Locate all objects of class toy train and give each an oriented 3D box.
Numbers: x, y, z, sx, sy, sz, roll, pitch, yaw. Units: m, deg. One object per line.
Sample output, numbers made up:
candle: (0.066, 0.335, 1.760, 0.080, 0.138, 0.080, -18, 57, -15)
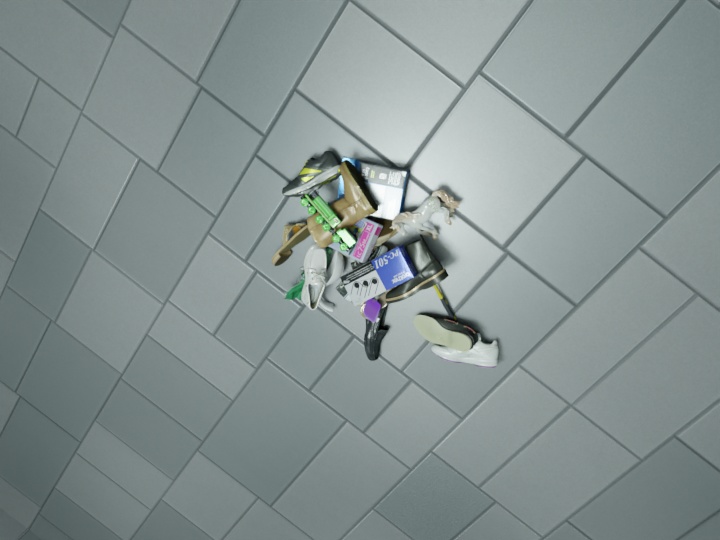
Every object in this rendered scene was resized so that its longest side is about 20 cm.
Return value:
toy train: (-0.085, -0.136, 1.446, 0.056, 0.042, 0.200, -40, 93, 14)

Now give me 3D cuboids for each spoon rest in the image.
spoon rest: (-0.092, 0.031, 1.613, 0.060, 0.099, 0.200, 9, 118, -8)

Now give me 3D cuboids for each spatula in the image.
spatula: (0.066, 0.055, 1.559, 0.056, 0.021, 0.200, 33, 96, 36)

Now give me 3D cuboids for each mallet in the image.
mallet: (0.238, 0.068, 1.575, 0.041, 0.066, 0.200, -21, 117, 29)

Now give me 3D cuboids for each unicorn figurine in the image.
unicorn figurine: (0.174, -0.144, 1.481, 0.137, 0.074, 0.200, 34, 96, -25)

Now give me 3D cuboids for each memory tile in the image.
memory tile: (0.048, 0.033, 1.585, 0.200, 0.017, 0.153, -40, 81, 13)

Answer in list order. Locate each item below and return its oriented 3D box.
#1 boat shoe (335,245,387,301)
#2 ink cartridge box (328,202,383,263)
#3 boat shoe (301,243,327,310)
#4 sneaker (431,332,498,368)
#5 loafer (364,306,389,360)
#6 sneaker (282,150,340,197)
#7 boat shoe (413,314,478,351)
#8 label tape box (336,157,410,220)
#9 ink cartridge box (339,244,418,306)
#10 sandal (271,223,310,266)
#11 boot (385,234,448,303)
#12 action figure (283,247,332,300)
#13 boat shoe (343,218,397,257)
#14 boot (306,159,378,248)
boat shoe: (0.000, 0.000, 1.546, 0.071, 0.072, 0.200, 36, 102, -5)
ink cartridge box: (-0.046, -0.113, 1.531, 0.200, 0.042, 0.120, 27, 98, 28)
boat shoe: (-0.127, 0.022, 1.550, 0.071, 0.069, 0.200, -3, 116, -22)
sneaker: (0.315, 0.231, 1.598, 0.200, 0.075, 0.100, 7, 90, 12)
loafer: (0.052, 0.185, 1.636, 0.070, 0.068, 0.201, 7, 105, 20)
sneaker: (-0.144, -0.277, 1.542, 0.200, 0.074, 0.085, -23, 86, 16)
boat shoe: (0.249, 0.179, 1.573, 0.201, 0.063, 0.074, 20, 115, 34)
label tape box: (0.029, -0.231, 1.509, 0.200, 0.066, 0.144, 12, 110, 8)
ink cartridge box: (0.049, 0.015, 1.473, 0.200, 0.044, 0.094, -28, 90, 25)
sandal: (-0.216, -0.103, 1.607, 0.212, 0.078, 0.070, -44, 75, 31)
boot: (0.131, -0.002, 1.498, 0.200, 0.077, 0.139, -29, 93, 25)
action figure: (-0.153, 0.005, 1.621, 0.055, 0.118, 0.200, 44, 104, 10)
boat shoe: (0.029, -0.092, 1.559, 0.200, 0.072, 0.065, -23, 142, 19)
boot: (-0.072, -0.183, 1.478, 0.200, 0.066, 0.175, -30, 85, 24)
